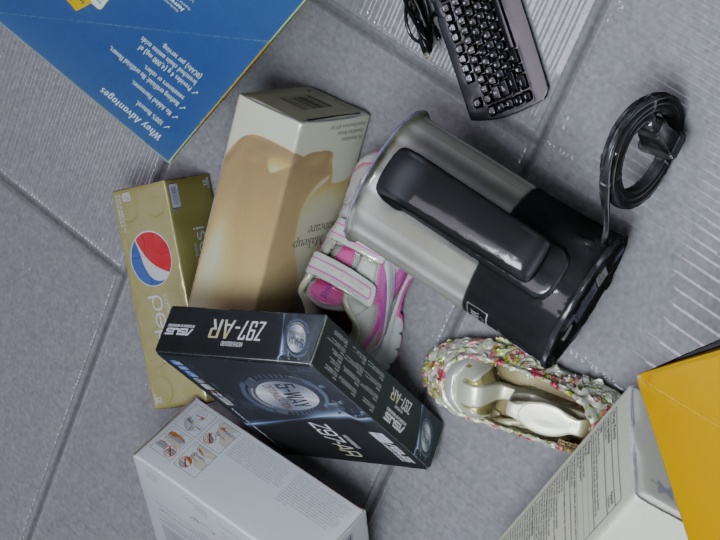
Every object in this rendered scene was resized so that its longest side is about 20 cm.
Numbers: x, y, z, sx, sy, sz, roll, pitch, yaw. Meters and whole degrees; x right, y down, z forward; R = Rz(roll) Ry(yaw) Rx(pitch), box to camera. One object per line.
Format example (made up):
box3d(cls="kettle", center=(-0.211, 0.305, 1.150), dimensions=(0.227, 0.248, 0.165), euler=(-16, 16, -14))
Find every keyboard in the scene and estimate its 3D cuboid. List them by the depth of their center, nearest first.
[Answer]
box3d(cls="keyboard", center=(0.072, -0.212, 1.381), dimensions=(0.104, 0.040, 0.202), euler=(-22, 84, 35))

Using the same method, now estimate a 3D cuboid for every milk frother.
box3d(cls="milk frother", center=(0.118, -0.068, 1.311), dimensions=(0.187, 0.181, 0.201), euler=(33, 72, 13))

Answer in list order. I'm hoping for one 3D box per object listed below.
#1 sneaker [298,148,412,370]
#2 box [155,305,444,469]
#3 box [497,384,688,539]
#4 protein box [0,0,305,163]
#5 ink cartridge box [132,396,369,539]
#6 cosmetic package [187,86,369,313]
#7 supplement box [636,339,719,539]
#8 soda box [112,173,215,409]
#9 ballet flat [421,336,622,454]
box3d(cls="sneaker", center=(0.000, 0.000, 1.438), dimensions=(0.081, 0.088, 0.202), euler=(20, 109, 31))
box3d(cls="box", center=(-0.047, 0.096, 1.430), dimensions=(0.159, 0.200, 0.044), euler=(3, 63, 35))
box3d(cls="box", center=(0.188, 0.208, 1.290), dimensions=(0.108, 0.128, 0.200), euler=(28, 123, -12))
box3d(cls="protein box", center=(-0.158, -0.241, 1.436), dimensions=(0.198, 0.135, 0.200), euler=(39, 122, -9))
box3d(cls="ink cartridge box", center=(-0.089, 0.234, 1.527), dimensions=(0.199, 0.084, 0.176), euler=(31, 147, 28))
box3d(cls="cosmetic package", center=(-0.069, -0.047, 1.472), dimensions=(0.071, 0.105, 0.202), euler=(27, 114, 29))
box3d(cls="supplement box", center=(0.311, 0.129, 1.167), dimensions=(0.132, 0.199, 0.199), euler=(-20, 87, 35))
box3d(cls="soda box", center=(-0.161, 0.019, 1.572), dimensions=(0.067, 0.064, 0.202), euler=(-9, 92, 36))
box3d(cls="ballet flat", center=(0.121, 0.098, 1.383), dimensions=(0.199, 0.064, 0.076), euler=(12, 104, 34))
